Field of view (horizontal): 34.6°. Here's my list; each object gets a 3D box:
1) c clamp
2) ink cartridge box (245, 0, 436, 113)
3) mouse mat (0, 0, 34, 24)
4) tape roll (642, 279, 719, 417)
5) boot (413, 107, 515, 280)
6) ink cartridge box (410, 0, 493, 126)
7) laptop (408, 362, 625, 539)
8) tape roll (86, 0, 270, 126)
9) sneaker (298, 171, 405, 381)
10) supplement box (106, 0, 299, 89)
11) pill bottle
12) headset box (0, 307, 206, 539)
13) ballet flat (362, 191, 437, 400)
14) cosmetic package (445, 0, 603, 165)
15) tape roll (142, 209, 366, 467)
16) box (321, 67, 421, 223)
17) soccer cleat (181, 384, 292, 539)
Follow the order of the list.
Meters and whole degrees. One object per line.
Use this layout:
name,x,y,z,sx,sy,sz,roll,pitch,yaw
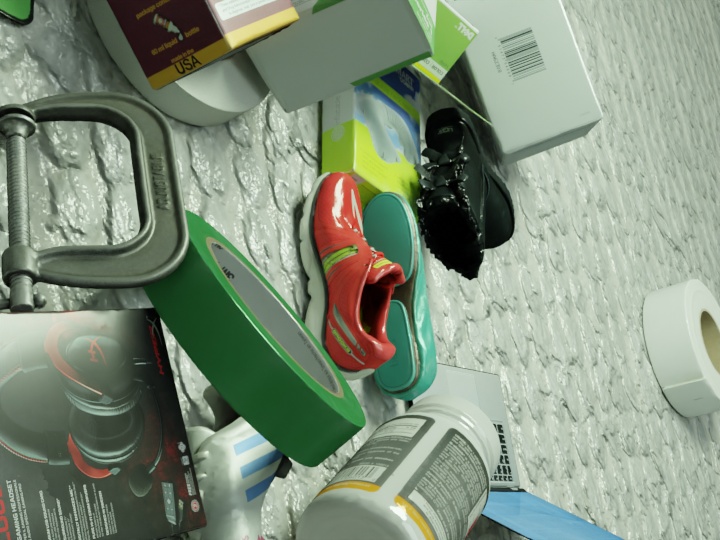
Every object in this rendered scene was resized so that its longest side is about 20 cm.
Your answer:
c clamp,-0.197,-0.050,0.745,0.171,0.027,0.200,2,50,-12
ink cartridge box,-0.011,-0.246,1.027,0.084,0.145,0.200,58,24,-33
mouse mat,-0.291,-0.286,0.818,0.161,0.008,0.200,27,53,-48
tape roll,0.500,0.117,1.739,0.202,0.071,0.203,33,47,-45
boot,0.111,-0.056,1.198,0.163,0.073,0.198,-85,155,-48
ink cartridge box,0.062,-0.247,1.175,0.148,0.076,0.200,28,15,-47
laptop,0.151,0.177,1.129,0.187,0.116,0.200,17,59,-53
tape roll,-0.147,-0.221,0.971,0.203,0.037,0.203,34,46,-43
sneaker,0.000,0.000,1.026,0.077,0.085,0.200,25,53,-50
supplement box,-0.146,-0.254,0.876,0.200,0.086,0.110,63,33,-10
pill bottle,0.039,0.187,0.951,0.200,0.116,0.116,-38,105,-57
headset box,-0.196,0.103,0.678,0.200,0.075,0.149,1,71,-57
ballet flat,0.035,0.027,1.094,0.070,0.067,0.200,36,46,-64
cosmetic package,0.187,-0.240,1.350,0.200,0.123,0.200,-17,87,-85
tape roll,-0.077,0.047,0.821,0.200,0.048,0.200,49,4,-4
box,0.012,-0.152,1.167,0.122,0.048,0.200,32,49,-45
soccer cleat,-0.103,0.162,0.806,0.086,0.070,0.200,40,37,-23
